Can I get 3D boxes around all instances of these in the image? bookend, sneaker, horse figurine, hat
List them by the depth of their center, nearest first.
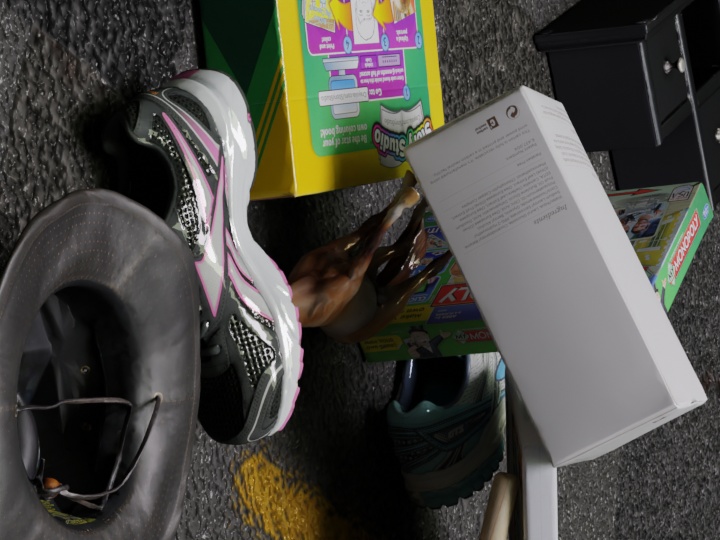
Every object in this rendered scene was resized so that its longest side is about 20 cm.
[{"bbox_3d":[-0.153,0.060,1.145,0.200,0.081,0.202,-11,104,-57],"label":"hat"},{"bbox_3d":[-0.097,-0.002,1.277,0.086,0.080,0.201,-18,94,-49],"label":"sneaker"},{"bbox_3d":[0.000,0.000,1.424,0.050,0.133,0.200,48,9,15],"label":"horse figurine"},{"bbox_3d":[0.074,0.058,1.569,0.087,0.077,0.200,62,36,-31],"label":"sneaker"},{"bbox_3d":[0.230,-0.120,1.862,0.200,0.092,0.200,-38,120,-56],"label":"bookend"}]

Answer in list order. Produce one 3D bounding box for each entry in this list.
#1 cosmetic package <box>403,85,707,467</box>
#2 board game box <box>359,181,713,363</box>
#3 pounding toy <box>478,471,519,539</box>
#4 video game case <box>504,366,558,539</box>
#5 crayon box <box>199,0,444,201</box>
[{"bbox_3d":[0.113,0.004,1.367,0.201,0.085,0.108,66,15,10],"label":"cosmetic package"},{"bbox_3d":[0.110,0.001,1.509,0.135,0.199,0.029,-57,133,-48],"label":"board game box"},{"bbox_3d":[0.025,0.249,1.381,0.200,0.141,0.185,-62,138,-45],"label":"pounding toy"},{"bbox_3d":[0.106,0.176,1.462,0.182,0.023,0.201,-89,177,-77],"label":"video game case"},{"bbox_3d":[-0.021,-0.135,1.433,0.200,0.058,0.174,-13,99,-61],"label":"crayon box"}]
